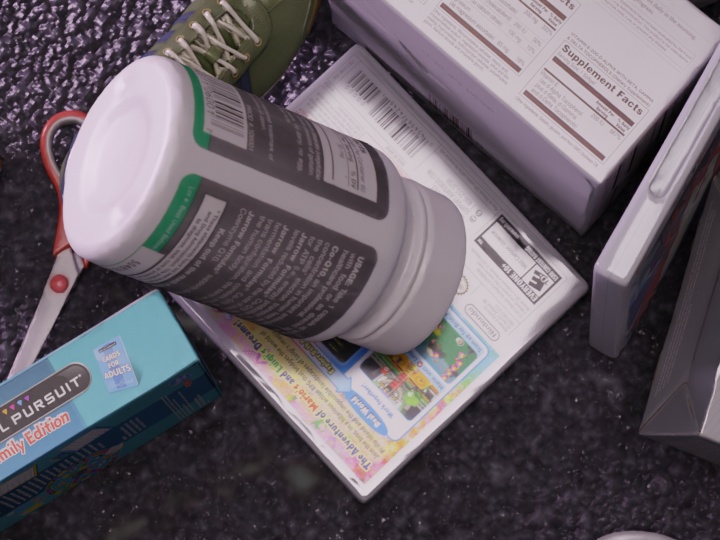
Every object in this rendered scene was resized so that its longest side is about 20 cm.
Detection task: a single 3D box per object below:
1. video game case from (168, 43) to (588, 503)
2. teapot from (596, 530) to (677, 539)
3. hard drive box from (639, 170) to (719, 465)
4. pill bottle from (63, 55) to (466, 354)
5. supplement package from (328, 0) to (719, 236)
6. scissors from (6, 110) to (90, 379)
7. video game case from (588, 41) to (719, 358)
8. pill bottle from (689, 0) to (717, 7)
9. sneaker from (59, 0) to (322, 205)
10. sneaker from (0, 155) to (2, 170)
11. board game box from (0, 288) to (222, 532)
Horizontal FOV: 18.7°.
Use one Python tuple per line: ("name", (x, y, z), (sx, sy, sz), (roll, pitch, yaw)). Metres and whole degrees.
("video game case", (0.000, 0.000, 1.269), (0.182, 0.024, 0.200), (-43, 83, -6))
("teapot", (0.082, 0.225, 1.166), (0.198, 0.199, 0.146), (-57, 43, 16))
("hard drive box", (0.272, 0.049, 1.196), (0.199, 0.077, 0.157), (21, 80, -17))
("pill bottle", (-0.048, -0.028, 1.164), (0.199, 0.113, 0.114), (22, 78, -32))
("supplement package", (0.088, -0.136, 1.224), (0.200, 0.156, 0.111), (42, 85, 8))
("scissors", (-0.164, -0.002, 1.276), (0.073, 0.014, 0.202), (9, 79, 1))
("video game case", (0.176, -0.052, 1.184), (0.023, 0.200, 0.183), (29, 81, 10))
("pill bottle", (0.191, -0.215, 1.214), (0.111, 0.200, 0.113), (0, 79, 1))
("sneaker", (-0.095, -0.099, 1.219), (0.067, 0.090, 0.200), (43, 98, -7))
("sneaker", (-0.293, -0.104, 1.280), (0.075, 0.070, 0.200), (-39, 86, -23))
("board game box", (-0.176, 0.091, 1.190), (0.199, 0.151, 0.047), (-31, 81, -5))
